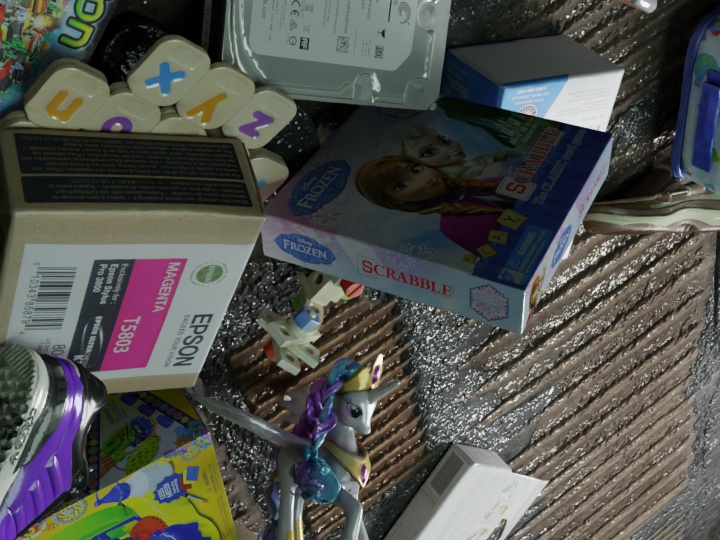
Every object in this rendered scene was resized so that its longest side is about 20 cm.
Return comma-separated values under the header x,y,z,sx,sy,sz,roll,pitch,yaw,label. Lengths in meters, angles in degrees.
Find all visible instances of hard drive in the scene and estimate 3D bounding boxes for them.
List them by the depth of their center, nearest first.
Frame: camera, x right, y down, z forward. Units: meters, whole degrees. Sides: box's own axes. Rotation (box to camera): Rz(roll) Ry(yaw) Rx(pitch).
x,y,z,sx,sy,sz,roll,pitch,yaw,label
-0.018,-0.189,0.719,0.198,0.038,0.142,-2,104,-40,hard drive

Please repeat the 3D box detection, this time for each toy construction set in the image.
x,y,z,sx,sy,sz,roll,pitch,yaw,label
0.000,0.000,0.839,0.199,0.132,0.092,-36,144,8,toy construction set

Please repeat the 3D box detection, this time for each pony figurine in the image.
x,y,z,sx,sy,sz,roll,pitch,yaw,label
-0.045,0.162,0.881,0.165,0.192,0.203,2,93,-47,pony figurine

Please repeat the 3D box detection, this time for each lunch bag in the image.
x,y,z,sx,sy,sz,roll,pitch,yaw,label
0.393,-0.188,1.053,0.160,0.082,0.201,-39,141,-27,lunch bag

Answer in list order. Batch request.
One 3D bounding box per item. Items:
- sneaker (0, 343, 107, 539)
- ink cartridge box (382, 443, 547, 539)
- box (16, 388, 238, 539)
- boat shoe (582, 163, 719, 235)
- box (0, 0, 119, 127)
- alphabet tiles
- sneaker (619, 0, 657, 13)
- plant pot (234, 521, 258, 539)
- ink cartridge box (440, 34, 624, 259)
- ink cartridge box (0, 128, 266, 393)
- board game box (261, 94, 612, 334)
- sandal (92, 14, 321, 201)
x,y,z,sx,sy,sz,roll,pitch,yaw,label
-0.230,0.150,0.685,0.099,0.069,0.202,20,101,-55,sneaker
0.122,0.317,1.283,0.175,0.045,0.201,21,108,-47,ink cartridge box
-0.216,0.202,0.841,0.191,0.122,0.201,-26,136,-20,box
0.325,-0.079,1.126,0.200,0.074,0.076,-2,89,-31,boat shoe
-0.198,-0.178,0.607,0.109,0.035,0.201,15,112,-46,box
-0.145,-0.073,0.686,0.195,0.015,0.199,-40,144,24,alphabet tiles
0.210,-0.294,0.842,0.199,0.077,0.113,2,118,-54,sneaker
-0.123,0.351,0.976,0.199,0.133,0.203,-21,116,-51,plant pot
0.136,-0.098,0.921,0.143,0.084,0.202,-13,129,-32,ink cartridge box
-0.172,0.002,0.695,0.163,0.076,0.201,-1,140,-28,ink cartridge box
0.060,-0.057,0.747,0.200,0.197,0.041,-53,150,-43,board game box
-0.103,-0.120,0.736,0.076,0.048,0.200,-50,129,7,sandal
